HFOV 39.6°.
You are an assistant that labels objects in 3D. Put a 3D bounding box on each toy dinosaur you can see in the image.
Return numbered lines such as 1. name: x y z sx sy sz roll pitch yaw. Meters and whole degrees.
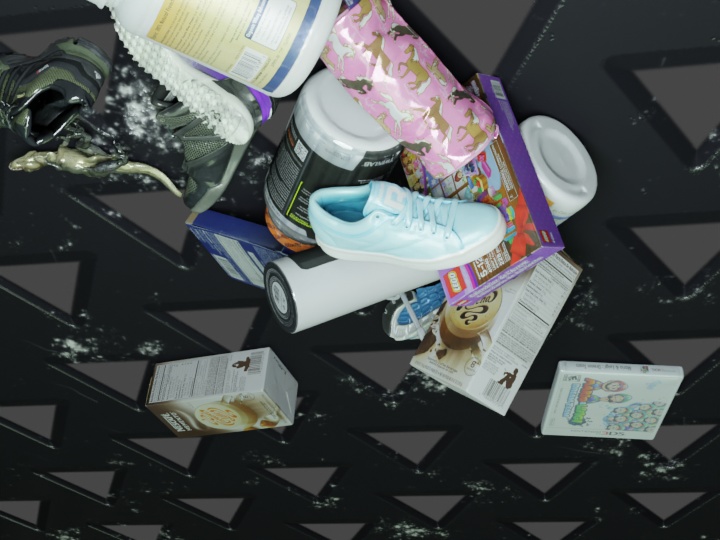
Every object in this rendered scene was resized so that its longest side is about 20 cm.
1. toy dinosaur: -0.302 -0.128 1.150 0.198 0.048 0.088 10 158 -8

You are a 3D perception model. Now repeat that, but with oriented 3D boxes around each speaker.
1. speaker: 0.000 0.000 1.086 0.199 0.081 0.081 -19 151 -25

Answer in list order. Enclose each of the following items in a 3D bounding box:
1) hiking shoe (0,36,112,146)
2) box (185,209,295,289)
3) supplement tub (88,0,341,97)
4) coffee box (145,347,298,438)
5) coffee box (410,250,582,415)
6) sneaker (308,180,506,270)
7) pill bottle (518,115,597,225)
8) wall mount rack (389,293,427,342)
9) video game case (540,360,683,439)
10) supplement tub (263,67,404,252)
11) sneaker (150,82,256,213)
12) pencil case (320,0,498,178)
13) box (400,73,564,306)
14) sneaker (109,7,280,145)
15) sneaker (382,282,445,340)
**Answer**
1. hiking shoe: -0.355 -0.175 1.045 0.199 0.101 0.076 -15 139 25
2. box: -0.112 -0.012 1.222 0.199 0.032 0.121 19 155 37
3. supplement tub: -0.128 -0.253 0.876 0.199 0.145 0.144 21 141 -22
4. coffee box: -0.211 0.190 1.537 0.199 0.080 0.115 -10 141 19
5. coffee box: 0.160 0.053 1.190 0.080 0.201 0.113 33 172 -36
6. sneaker: 0.040 -0.050 0.977 0.198 0.074 0.082 -2 148 17
7. pill bottle: 0.156 -0.073 1.113 0.112 0.113 0.200 24 139 -25
8. wall mount rack: 0.006 0.010 1.239 0.173 0.075 0.200 13 153 37
9. video game case: 0.380 0.201 1.532 0.180 0.024 0.201 3 143 3
10. supplement tub: -0.033 -0.111 1.075 0.122 0.123 0.200 15 142 -14
11. sneaker: -0.179 -0.149 1.085 0.113 0.077 0.200 18 138 -15
12. pencil case: 0.043 -0.181 0.960 0.200 0.083 0.086 45 137 -16
13. box: 0.118 -0.081 1.037 0.039 0.201 0.137 1 153 -41
14. sneaker: -0.155 -0.222 0.984 0.200 0.100 0.070 46 152 -3
15. sneaker: 0.132 0.045 1.327 0.199 0.076 0.086 -18 157 28
